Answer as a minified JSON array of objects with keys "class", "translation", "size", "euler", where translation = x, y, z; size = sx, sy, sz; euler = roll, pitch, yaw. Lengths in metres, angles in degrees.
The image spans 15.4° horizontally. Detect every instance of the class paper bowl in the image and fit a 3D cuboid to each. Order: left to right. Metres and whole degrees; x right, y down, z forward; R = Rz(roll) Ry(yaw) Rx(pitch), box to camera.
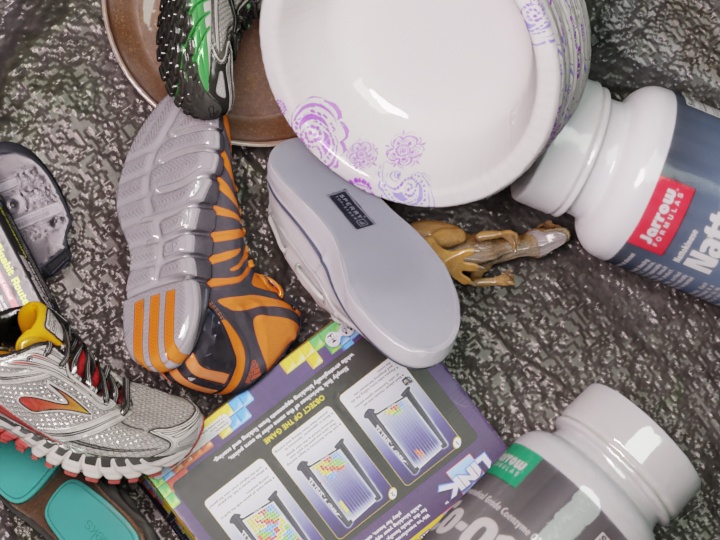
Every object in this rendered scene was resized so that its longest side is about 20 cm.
[{"class":"paper bowl","translation":[0.046,-0.148,1.651],"size":[0.201,0.201,0.104],"euler":[42,35,0]}]

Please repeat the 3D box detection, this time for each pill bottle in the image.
[{"class":"pill bottle","translation":[0.108,0.172,1.635],"size":[0.113,0.113,0.200],"euler":[45,79,1]},{"class":"pill bottle","translation":[0.205,-0.051,1.730],"size":[0.200,0.120,0.120],"euler":[21,77,-9]}]

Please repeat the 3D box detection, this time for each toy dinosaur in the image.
[{"class":"toy dinosaur","translation":[0.036,-0.015,1.737],"size":[0.199,0.106,0.061],"euler":[11,115,-10]}]

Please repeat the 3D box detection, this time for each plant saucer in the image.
[{"class":"plant saucer","translation":[-0.072,-0.175,1.755],"size":[0.200,0.037,0.201],"euler":[2,78,-9]}]

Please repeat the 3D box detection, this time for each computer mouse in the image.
[{"class":"computer mouse","translation":[-0.198,0.013,1.703],"size":[0.058,0.034,0.200],"euler":[-19,89,2]}]

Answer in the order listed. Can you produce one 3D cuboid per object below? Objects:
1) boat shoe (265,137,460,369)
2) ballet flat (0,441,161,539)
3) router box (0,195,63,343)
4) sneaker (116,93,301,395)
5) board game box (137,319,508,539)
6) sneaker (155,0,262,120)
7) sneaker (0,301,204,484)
[{"class":"boat shoe","translation":[0.000,0.000,1.667],"size":[0.073,0.065,0.200],"euler":[-10,46,-23]},{"class":"ballet flat","translation":[-0.180,0.139,1.652],"size":[0.068,0.068,0.200],"euler":[-43,54,3]},{"class":"router box","translation":[-0.296,-0.021,1.658],"size":[0.150,0.062,0.200],"euler":[-28,86,2]},{"class":"sneaker","translation":[-0.093,-0.013,1.689],"size":[0.112,0.077,0.201],"euler":[28,59,-46]},{"class":"board game box","translation":[-0.017,0.133,1.696],"size":[0.200,0.057,0.165],"euler":[-36,89,-14]},{"class":"sneaker","translation":[-0.078,-0.183,1.681],"size":[0.085,0.078,0.200],"euler":[13,61,-12]},{"class":"sneaker","translation":[-0.184,0.068,1.593],"size":[0.200,0.078,0.082],"euler":[17,114,-21]}]
